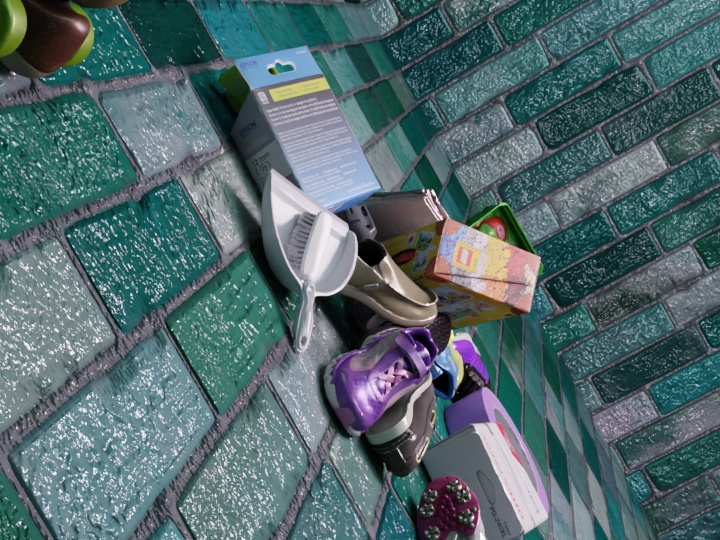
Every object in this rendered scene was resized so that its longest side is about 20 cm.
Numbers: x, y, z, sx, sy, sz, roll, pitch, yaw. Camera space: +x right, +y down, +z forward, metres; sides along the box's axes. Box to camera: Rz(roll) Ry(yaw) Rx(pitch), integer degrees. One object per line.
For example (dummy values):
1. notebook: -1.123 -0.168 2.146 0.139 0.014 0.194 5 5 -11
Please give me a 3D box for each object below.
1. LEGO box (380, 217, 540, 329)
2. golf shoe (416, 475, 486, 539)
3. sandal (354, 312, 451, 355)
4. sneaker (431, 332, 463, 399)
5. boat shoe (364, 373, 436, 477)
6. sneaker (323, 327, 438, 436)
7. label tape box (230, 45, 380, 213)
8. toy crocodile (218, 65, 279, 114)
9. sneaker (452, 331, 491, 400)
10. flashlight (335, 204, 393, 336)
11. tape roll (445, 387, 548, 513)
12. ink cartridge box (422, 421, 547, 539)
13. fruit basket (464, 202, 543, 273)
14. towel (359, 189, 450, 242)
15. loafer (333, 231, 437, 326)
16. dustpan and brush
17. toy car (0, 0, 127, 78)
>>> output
1. LEGO box: 0.115 0.009 1.709 0.148 0.200 0.078 22 72 -22
2. golf shoe: 0.110 0.318 1.430 0.201 0.075 0.092 -102 175 -47
3. sandal: 0.044 0.091 1.601 0.199 0.045 0.076 -14 118 -56
4. sneaker: 0.091 0.093 1.819 0.201 0.075 0.105 58 13 -21
5. boat shoe: 0.051 0.172 1.492 0.061 0.071 0.201 63 18 -8
6. sneaker: 0.029 0.110 1.425 0.081 0.088 0.200 65 26 -7
7. label tape box: -0.078 -0.159 1.571 0.143 0.066 0.201 -24 84 -52
8. toy crocodile: -0.113 -0.201 1.641 0.200 0.067 0.062 41 24 -60
9. sneaker: 0.158 0.159 1.972 0.200 0.069 0.100 34 32 -65
10. flashlight: 0.000 0.000 1.687 0.067 0.068 0.201 10 39 -32
11. tape roll: 0.197 0.272 1.889 0.201 0.065 0.200 57 12 -19
12. ink cartridge box: 0.159 0.276 1.667 0.146 0.083 0.200 64 12 12
13. fruit basket: 0.316 -0.032 2.959 0.216 0.155 0.216 54 -5 7
14. towel: 0.078 -0.039 1.858 0.199 0.032 0.191 0 -44 50
15. loafer: 0.019 0.006 1.549 0.199 0.069 0.076 23 21 -30
16. dustpan and brush: -0.058 0.000 1.408 0.139 0.057 0.202 35 57 -36
17. toy car: -0.216 -0.257 0.996 0.159 0.199 0.164 61 11 -1
